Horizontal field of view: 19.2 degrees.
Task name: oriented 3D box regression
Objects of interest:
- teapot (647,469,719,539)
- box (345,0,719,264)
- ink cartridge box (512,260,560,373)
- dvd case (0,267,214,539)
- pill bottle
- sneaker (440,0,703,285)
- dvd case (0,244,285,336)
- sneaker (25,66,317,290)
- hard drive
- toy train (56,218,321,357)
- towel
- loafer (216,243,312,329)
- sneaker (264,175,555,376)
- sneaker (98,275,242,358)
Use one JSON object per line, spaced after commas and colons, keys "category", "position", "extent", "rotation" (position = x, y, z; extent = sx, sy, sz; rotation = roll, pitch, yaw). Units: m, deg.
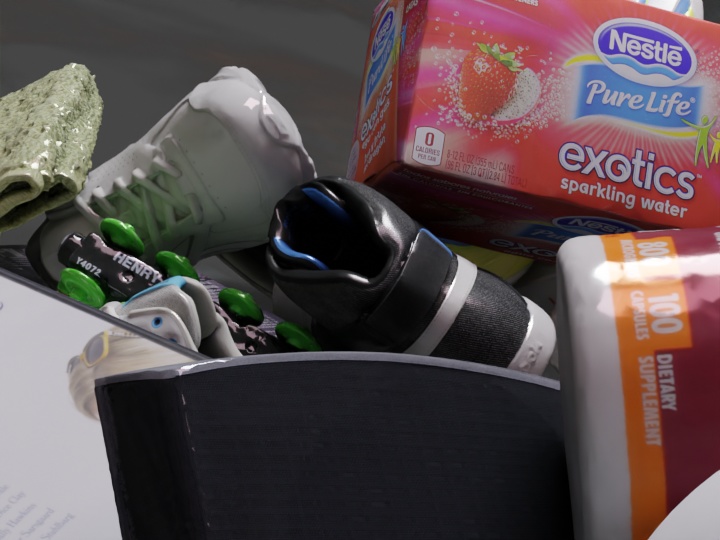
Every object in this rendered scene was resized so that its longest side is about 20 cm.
{"category": "teapot", "position": [0.132, 0.137, 0.598], "extent": [0.200, 0.198, 0.146], "rotation": [41, -36, -20]}
{"category": "box", "position": [0.102, -0.059, 0.938], "extent": [0.199, 0.100, 0.095], "rotation": [13, -15, -14]}
{"category": "ink cartridge box", "position": [0.139, -0.001, 1.059], "extent": [0.115, 0.200, 0.068], "rotation": [43, -32, -22]}
{"category": "dvd case", "position": [-0.110, 0.065, 0.753], "extent": [0.199, 0.018, 0.143], "rotation": [21, 42, 22]}
{"category": "pill bottle", "position": [0.166, 0.038, 0.691], "extent": [0.199, 0.115, 0.114], "rotation": [-5, 15, 3]}
{"category": "sneaker", "position": [0.081, -0.087, 1.016], "extent": [0.105, 0.200, 0.076], "rotation": [43, -17, -24]}
{"category": "dvd case", "position": [-0.093, 0.030, 1.012], "extent": [0.200, 0.016, 0.148], "rotation": [27, 19, 37]}
{"category": "sneaker", "position": [-0.090, -0.024, 0.946], "extent": [0.099, 0.078, 0.200], "rotation": [-32, 0, -30]}
{"category": "hard drive", "position": [0.014, 0.089, 0.713], "extent": [0.199, 0.042, 0.136], "rotation": [6, 59, -37]}
{"category": "toy train", "position": [-0.042, 0.043, 0.893], "extent": [0.199, 0.042, 0.056], "rotation": [30, -26, 13]}
{"category": "towel", "position": [-0.186, -0.038, 0.973], "extent": [0.148, 0.037, 0.200], "rotation": [-27, 16, 8]}
{"category": "loafer", "position": [-0.011, 0.013, 1.083], "extent": [0.070, 0.070, 0.200], "rotation": [-26, 37, -23]}
{"category": "sneaker", "position": [0.000, 0.000, 0.920], "extent": [0.112, 0.073, 0.200], "rotation": [38, -10, -20]}
{"category": "sneaker", "position": [-0.098, 0.037, 0.847], "extent": [0.199, 0.087, 0.075], "rotation": [16, 16, 6]}
